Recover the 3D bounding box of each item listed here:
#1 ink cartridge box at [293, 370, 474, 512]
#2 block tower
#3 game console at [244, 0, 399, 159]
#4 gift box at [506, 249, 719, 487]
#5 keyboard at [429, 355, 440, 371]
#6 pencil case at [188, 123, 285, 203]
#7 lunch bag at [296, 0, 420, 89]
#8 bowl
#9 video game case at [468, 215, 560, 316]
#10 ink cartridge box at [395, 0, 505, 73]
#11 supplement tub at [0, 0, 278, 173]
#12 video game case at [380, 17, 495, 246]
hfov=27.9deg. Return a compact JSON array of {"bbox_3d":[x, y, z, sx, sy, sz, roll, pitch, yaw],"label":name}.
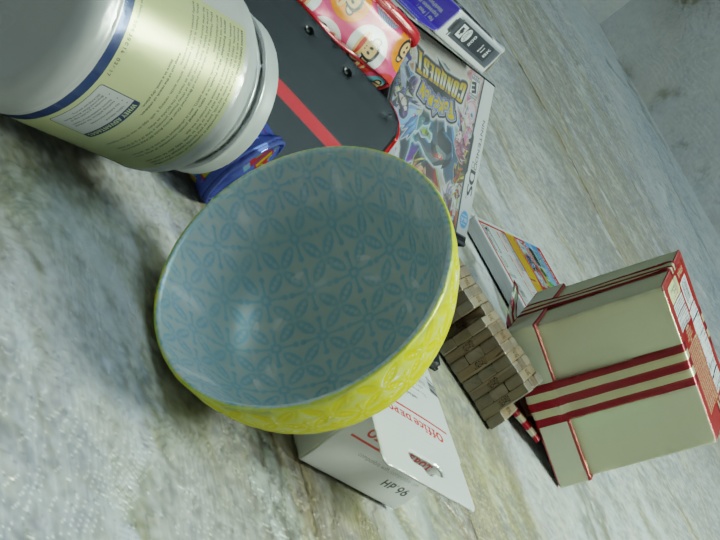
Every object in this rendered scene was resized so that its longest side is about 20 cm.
[{"bbox_3d":[0.001,0.090,1.036,0.116,0.068,0.201,34,27,-43],"label":"ink cartridge box"},{"bbox_3d":[0.093,0.045,1.346,0.201,0.058,0.054,58,20,6],"label":"block tower"},{"bbox_3d":[-0.067,-0.144,1.217,0.200,0.031,0.177,46,50,-8],"label":"game console"},{"bbox_3d":[0.243,0.081,1.432,0.202,0.185,0.184,70,21,-1],"label":"gift box"},{"bbox_3d":[0.000,0.000,1.259,0.200,0.020,0.128,40,30,-39],"label":"keyboard"},{"bbox_3d":[-0.136,-0.149,1.100,0.201,0.078,0.087,57,5,9],"label":"pencil case"},{"bbox_3d":[-0.054,-0.256,1.363,0.176,0.082,0.199,38,-5,-37],"label":"lunch bag"},{"bbox_3d":[-0.022,0.030,0.934,0.108,0.198,0.201,61,8,-50],"label":"bowl"},{"bbox_3d":[0.200,0.016,1.703,0.199,0.017,0.144,19,40,-59],"label":"video game case"},{"bbox_3d":[0.039,-0.293,1.444,0.198,0.043,0.200,46,12,21],"label":"ink cartridge box"},{"bbox_3d":[-0.157,-0.148,0.943,0.199,0.144,0.146,22,37,-57],"label":"supplement tub"},{"bbox_3d":[0.069,-0.138,1.478,0.199,0.025,0.183,25,74,-55],"label":"video game case"}]
